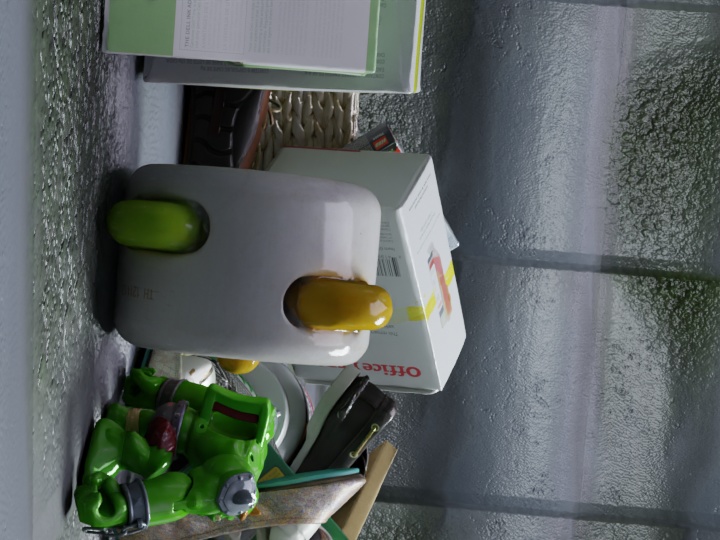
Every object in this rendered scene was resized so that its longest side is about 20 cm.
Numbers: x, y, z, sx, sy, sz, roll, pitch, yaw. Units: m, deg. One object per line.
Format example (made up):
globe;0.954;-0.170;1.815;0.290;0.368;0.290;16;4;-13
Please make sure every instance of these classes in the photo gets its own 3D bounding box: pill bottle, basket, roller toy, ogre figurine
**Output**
pill bottle;-0.102;0.131;1.740;0.200;0.115;0.117;71;24;-82
basket;-0.064;-0.166;1.816;0.136;0.122;0.201;-98;-169;-71
roller toy;-0.078;0.003;1.384;0.182;0.198;0.141;-175;-89;-88
ogre figurine;-0.123;0.125;1.364;0.200;0.119;0.099;-25;120;-85

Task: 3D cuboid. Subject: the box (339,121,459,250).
box;-0.028;-0.028;1.784;0.137;0.199;0.040;56;5;-37

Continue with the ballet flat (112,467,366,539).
ballet flat;-0.089;0.188;1.458;0.068;0.199;0.068;163;-78;-70

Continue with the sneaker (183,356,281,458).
sneaker;-0.094;0.152;1.591;0.201;0.078;0.085;58;-9;2

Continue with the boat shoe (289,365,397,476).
boat shoe;-0.022;0.163;1.708;0.072;0.060;0.202;-50;170;-40

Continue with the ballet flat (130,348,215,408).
ballet flat;-0.136;0.063;1.532;0.068;0.062;0.201;90;6;-48

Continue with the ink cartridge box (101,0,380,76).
ink cartridge box;-0.080;-0.210;1.321;0.048;0.199;0.147;-163;-104;-65

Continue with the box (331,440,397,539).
box;-0.046;0.244;1.751;0.163;0.021;0.200;-42;-175;22

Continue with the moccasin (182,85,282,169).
moccasin;-0.106;-0.134;1.658;0.078;0.073;0.203;-1;97;-86

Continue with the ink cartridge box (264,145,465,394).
ink cartridge box;0.000;0.000;1.697;0.084;0.144;0.201;-60;146;-46

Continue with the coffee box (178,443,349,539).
coffee box;-0.071;0.227;1.506;0.123;0.200;0.044;-39;176;-27

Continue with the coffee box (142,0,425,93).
coffee box;-0.047;-0.237;1.482;0.198;0.198;0.202;-59;153;-84
